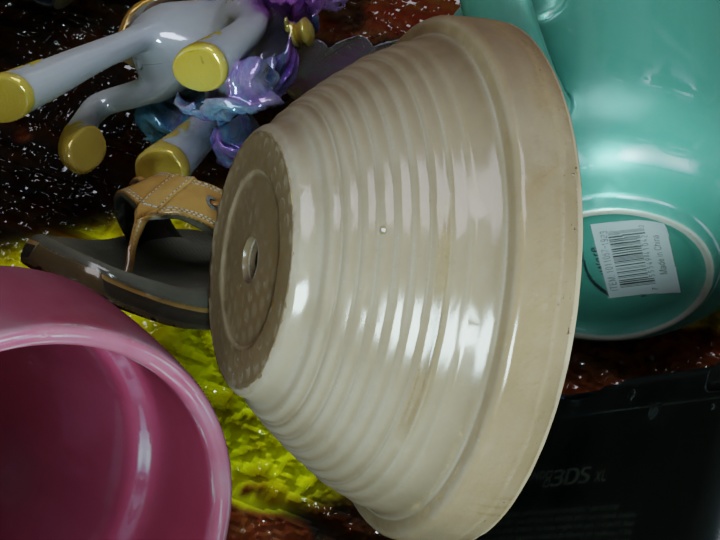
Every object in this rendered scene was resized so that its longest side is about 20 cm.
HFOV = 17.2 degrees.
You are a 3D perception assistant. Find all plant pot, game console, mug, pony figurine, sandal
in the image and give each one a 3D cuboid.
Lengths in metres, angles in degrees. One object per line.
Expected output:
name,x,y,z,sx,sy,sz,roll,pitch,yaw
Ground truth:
plant pot,-0.176,0.070,0.899,0.199,0.201,0.179,-29,40,-23
game console,0.119,0.092,0.901,0.116,0.200,0.177,27,69,-26
mug,0.091,-0.047,1.004,0.184,0.152,0.115,21,48,-22
pony figurine,-0.051,-0.111,1.071,0.192,0.167,0.200,-6,25,26
sandal,-0.065,-0.013,0.979,0.081,0.055,0.200,19,12,32
plant pot,0.000,0.000,0.900,0.092,0.201,0.202,6,47,-20

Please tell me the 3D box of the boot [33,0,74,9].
boot,-0.175,-0.208,1.197,0.200,0.075,0.097,37,55,24
